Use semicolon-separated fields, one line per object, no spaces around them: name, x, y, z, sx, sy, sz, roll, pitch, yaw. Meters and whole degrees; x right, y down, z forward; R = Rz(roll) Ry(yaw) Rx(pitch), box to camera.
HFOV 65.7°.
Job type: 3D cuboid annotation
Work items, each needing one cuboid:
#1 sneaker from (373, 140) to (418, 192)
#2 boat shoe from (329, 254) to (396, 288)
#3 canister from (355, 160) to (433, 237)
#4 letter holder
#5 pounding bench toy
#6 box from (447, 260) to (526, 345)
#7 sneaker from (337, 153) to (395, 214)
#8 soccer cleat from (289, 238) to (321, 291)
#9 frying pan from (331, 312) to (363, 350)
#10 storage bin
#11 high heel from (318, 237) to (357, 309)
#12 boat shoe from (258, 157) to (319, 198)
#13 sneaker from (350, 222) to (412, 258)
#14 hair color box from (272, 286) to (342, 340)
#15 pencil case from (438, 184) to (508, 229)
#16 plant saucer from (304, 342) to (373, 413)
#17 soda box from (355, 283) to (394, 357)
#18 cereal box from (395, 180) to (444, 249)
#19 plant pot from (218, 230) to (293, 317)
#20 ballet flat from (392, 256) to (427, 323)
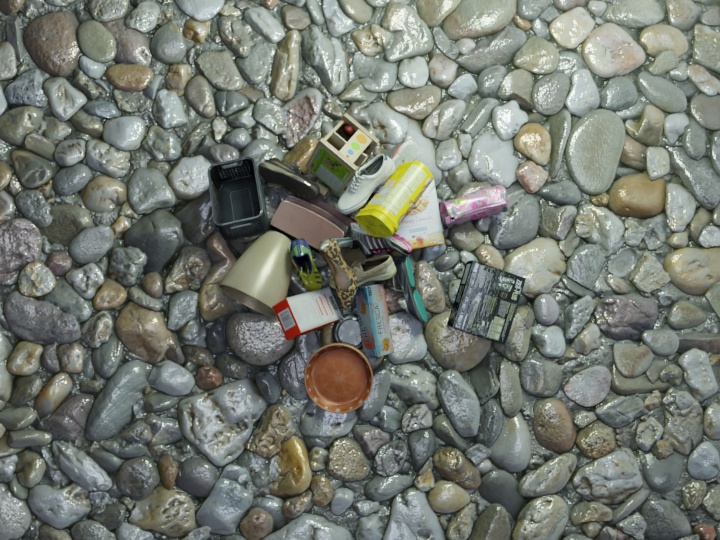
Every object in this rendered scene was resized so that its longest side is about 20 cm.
sneaker;0.076;-0.299;1.607;0.199;0.082;0.077;-38;122;-8
boat shoe;0.000;0.000;1.574;0.197;0.073;0.065;-12;131;14
canister;0.093;-0.193;1.503;0.087;0.148;0.201;43;75;-20
letter holder;-0.134;-0.140;1.580;0.198;0.101;0.143;28;86;-2
pounding bench toy;-0.060;-0.314;1.582;0.124;0.200;0.157;38;56;-3
box;0.360;0.091;1.602;0.162;0.086;0.202;17;88;-2
sneaker;0.004;-0.241;1.515;0.200;0.071;0.073;-46;55;5
soccer cleat;-0.151;0.002;1.539;0.064;0.201;0.084;-15;46;0
frying pan;-0.036;0.144;1.615;0.113;0.031;0.193;-14;92;-4
storage bin;-0.336;-0.197;1.539;0.133;0.094;0.202;-13;65;-2
high heel;-0.070;0.012;1.488;0.071;0.142;0.203;2;97;31
boat shoe;-0.194;-0.271;1.574;0.198;0.075;0.074;28;59;14
sneaker;0.051;-0.071;1.585;0.198;0.074;0.089;20;102;20
hair color box;-0.140;0.114;1.518;0.061;0.199;0.102;-29;81;31
pencil case;0.324;-0.182;1.605;0.197;0.087;0.089;-16;90;-6
plant saucer;-0.061;0.306;1.593;0.197;0.032;0.203;1;96;6
soda box;0.038;0.143;1.587;0.068;0.063;0.203;-8;88;-38
cereal box;0.158;-0.164;1.621;0.142;0.040;0.203;-11;90;0
plant pot;-0.264;-0.003;1.543;0.186;0.187;0.202;25;73;-2
ballet flat;0.134;0.061;1.609;0.072;0.073;0.202;-18;96;-3
